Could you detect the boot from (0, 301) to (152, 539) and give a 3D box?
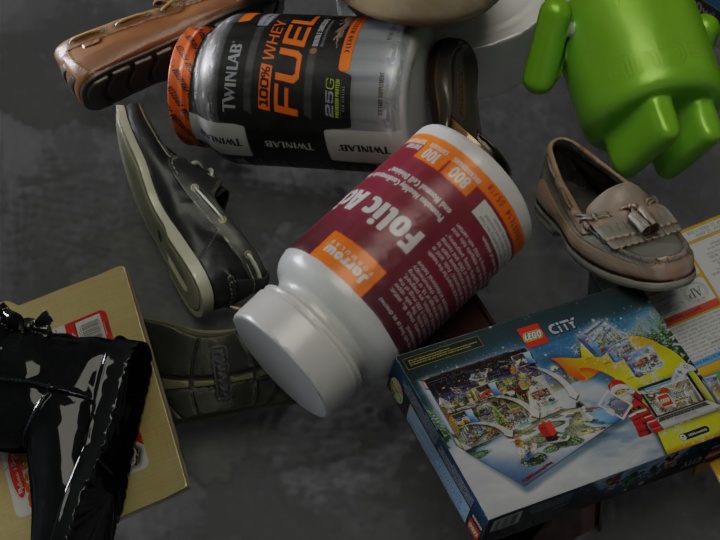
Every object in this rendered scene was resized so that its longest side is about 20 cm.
[{"bbox_3d":[-0.245,0.119,1.213,0.162,0.073,0.199,8,72,16],"label":"boot"}]

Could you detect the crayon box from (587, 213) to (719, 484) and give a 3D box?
[{"bbox_3d":[0.267,0.063,1.264,0.126,0.052,0.200,-21,58,-9],"label":"crayon box"}]

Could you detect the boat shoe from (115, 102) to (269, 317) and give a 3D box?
[{"bbox_3d":[-0.139,-0.054,1.361,0.068,0.072,0.200,-22,63,-17],"label":"boat shoe"}]

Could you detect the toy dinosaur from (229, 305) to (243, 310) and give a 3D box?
[{"bbox_3d":[0.000,0.000,1.333,0.101,0.058,0.200,24,53,34],"label":"toy dinosaur"}]

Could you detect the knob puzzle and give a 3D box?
[{"bbox_3d":[-0.234,0.115,1.266,0.219,0.030,0.220,-4,76,15],"label":"knob puzzle"}]

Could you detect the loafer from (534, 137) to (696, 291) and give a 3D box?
[{"bbox_3d":[0.182,-0.044,1.277,0.072,0.063,0.200,-12,23,-17],"label":"loafer"}]

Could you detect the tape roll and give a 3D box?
[{"bbox_3d":[0.077,-0.242,1.461,0.202,0.071,0.203,-2,58,3],"label":"tape roll"}]

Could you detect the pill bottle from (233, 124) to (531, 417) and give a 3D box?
[{"bbox_3d":[0.014,0.001,1.204,0.114,0.114,0.200,39,72,25],"label":"pill bottle"}]

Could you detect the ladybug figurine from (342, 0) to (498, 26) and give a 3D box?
[{"bbox_3d":[0.041,-0.251,1.348,0.136,0.072,0.200,-13,30,-14],"label":"ladybug figurine"}]

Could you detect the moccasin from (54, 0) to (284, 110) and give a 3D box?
[{"bbox_3d":[-0.159,-0.202,1.452,0.201,0.074,0.078,-26,63,-11],"label":"moccasin"}]

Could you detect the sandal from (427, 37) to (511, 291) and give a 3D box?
[{"bbox_3d":[0.089,-0.086,1.327,0.054,0.082,0.200,-7,72,24],"label":"sandal"}]

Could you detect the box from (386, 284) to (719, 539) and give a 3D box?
[{"bbox_3d":[0.137,0.093,1.176,0.200,0.038,0.137,-16,56,-22],"label":"box"}]

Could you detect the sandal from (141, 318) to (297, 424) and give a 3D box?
[{"bbox_3d":[-0.110,0.077,1.280,0.201,0.057,0.080,-1,84,11],"label":"sandal"}]

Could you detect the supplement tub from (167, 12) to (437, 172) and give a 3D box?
[{"bbox_3d":[-0.043,-0.142,1.366,0.200,0.123,0.123,4,58,18],"label":"supplement tub"}]

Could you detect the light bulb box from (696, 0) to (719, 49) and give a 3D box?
[{"bbox_3d":[0.377,-0.266,1.421,0.198,0.125,0.200,39,69,24],"label":"light bulb box"}]

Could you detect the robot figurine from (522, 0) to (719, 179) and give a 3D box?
[{"bbox_3d":[0.214,-0.172,1.352,0.175,0.116,0.200,-2,64,-30],"label":"robot figurine"}]

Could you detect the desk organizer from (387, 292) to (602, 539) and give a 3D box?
[{"bbox_3d":[0.090,0.110,1.237,0.077,0.072,0.200,-26,59,-9],"label":"desk organizer"}]
